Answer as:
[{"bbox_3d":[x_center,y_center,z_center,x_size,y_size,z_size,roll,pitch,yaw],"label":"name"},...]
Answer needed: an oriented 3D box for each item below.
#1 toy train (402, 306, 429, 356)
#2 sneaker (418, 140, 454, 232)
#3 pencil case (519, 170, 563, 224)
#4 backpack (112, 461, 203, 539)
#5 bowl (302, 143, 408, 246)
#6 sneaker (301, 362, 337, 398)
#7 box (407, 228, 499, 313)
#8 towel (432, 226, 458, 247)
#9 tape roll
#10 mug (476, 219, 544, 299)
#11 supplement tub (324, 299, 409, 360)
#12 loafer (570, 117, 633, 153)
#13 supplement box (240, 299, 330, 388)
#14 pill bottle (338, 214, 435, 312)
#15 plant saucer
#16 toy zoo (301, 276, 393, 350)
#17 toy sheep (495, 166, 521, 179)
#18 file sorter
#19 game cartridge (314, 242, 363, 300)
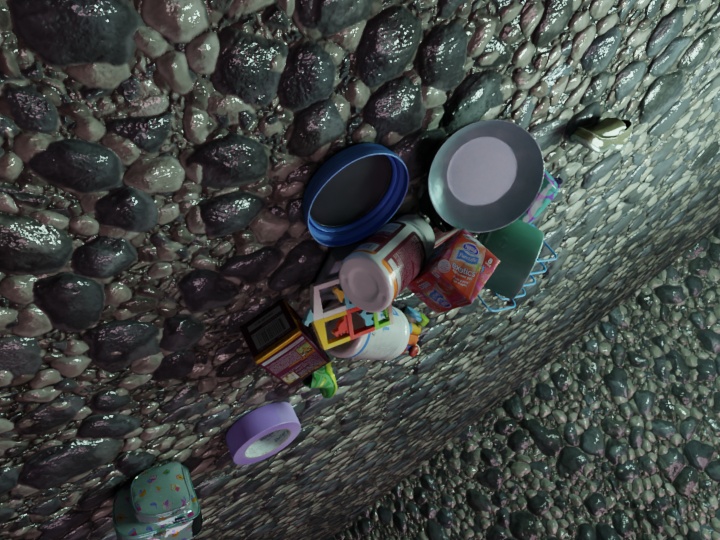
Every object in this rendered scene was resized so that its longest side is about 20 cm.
[{"bbox_3d":[0.149,0.168,1.414,0.117,0.084,0.199,-55,146,10],"label":"toy train"},{"bbox_3d":[0.167,-0.155,0.960,0.075,0.092,0.202,-22,146,-15],"label":"sneaker"},{"bbox_3d":[0.361,-0.144,1.168,0.084,0.093,0.201,25,123,-19],"label":"pencil case"},{"bbox_3d":[-0.505,0.587,1.266,0.196,0.176,0.156,-17,129,-25],"label":"backpack"},{"bbox_3d":[-0.010,-0.127,0.877,0.197,0.040,0.202,-25,148,-16],"label":"bowl"},{"bbox_3d":[-0.111,0.261,1.293,0.082,0.074,0.202,-28,140,-14],"label":"sneaker"},{"bbox_3d":[0.171,0.008,0.992,0.100,0.095,0.200,-51,-179,-14],"label":"box"},{"bbox_3d":[0.175,-0.044,1.193,0.142,0.023,0.201,-31,151,-11],"label":"towel"},{"bbox_3d":[-0.264,0.446,1.405,0.197,0.066,0.202,-25,147,-17],"label":"tape roll"},{"bbox_3d":[0.291,-0.035,1.069,0.185,0.112,0.155,-16,130,-82],"label":"mug"},{"bbox_3d":[0.012,0.135,1.174,0.132,0.133,0.198,-46,149,20],"label":"supplement tub"},{"bbox_3d":[0.536,-0.308,1.137,0.197,0.075,0.071,-14,133,-39],"label":"loafer"},{"bbox_3d":[-0.154,0.161,1.092,0.109,0.086,0.201,-33,149,-2],"label":"supplement box"},{"bbox_3d":[0.056,-0.021,0.959,0.200,0.113,0.115,-41,162,-45],"label":"pill bottle"},{"bbox_3d":[0.213,-0.164,0.887,0.196,0.039,0.205,0,122,1],"label":"plant saucer"},{"bbox_3d":[-0.026,0.073,1.019,0.196,0.020,0.134,-18,109,-26],"label":"toy zoo"},{"bbox_3d":[0.255,-0.165,0.990,0.136,0.138,0.202,-6,134,-39],"label":"toy sheep"},{"bbox_3d":[0.400,-0.005,1.365,0.137,0.124,0.202,-7,140,-39],"label":"file sorter"},{"bbox_3d":[0.000,0.000,1.069,0.197,0.041,0.134,-4,142,-41],"label":"game cartridge"}]
